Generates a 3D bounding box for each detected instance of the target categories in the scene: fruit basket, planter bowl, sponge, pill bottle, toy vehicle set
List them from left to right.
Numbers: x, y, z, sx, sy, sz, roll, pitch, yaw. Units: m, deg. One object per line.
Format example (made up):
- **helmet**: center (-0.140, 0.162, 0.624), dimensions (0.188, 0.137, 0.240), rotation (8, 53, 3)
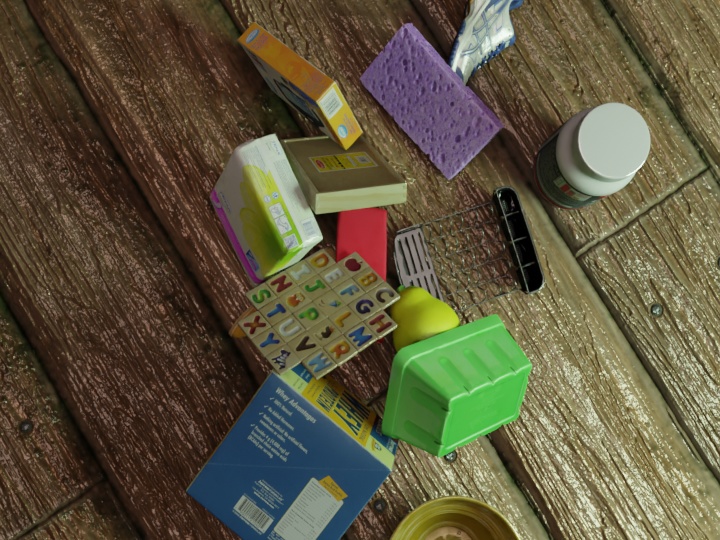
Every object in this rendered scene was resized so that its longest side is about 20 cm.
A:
- **toy vehicle set**: center (-0.028, -0.136, 1.094), dimensions (0.121, 0.201, 0.027), rotation (-8, 120, -16)
- **sponge**: center (0.099, -0.240, 1.162), dimensions (0.201, 0.030, 0.112), rotation (48, 127, 3)
- **fruit basket**: center (0.104, 0.124, 1.097), dimensions (0.210, 0.217, 0.159), rotation (8, 118, -1)
- **planter bowl**: center (0.125, 0.406, 1.121), dimensions (0.195, 0.083, 0.206), rotation (0, 86, -2)
- **pill bottle**: center (0.311, -0.153, 1.107), dimensions (0.112, 0.200, 0.119), rotation (0, 86, -1)

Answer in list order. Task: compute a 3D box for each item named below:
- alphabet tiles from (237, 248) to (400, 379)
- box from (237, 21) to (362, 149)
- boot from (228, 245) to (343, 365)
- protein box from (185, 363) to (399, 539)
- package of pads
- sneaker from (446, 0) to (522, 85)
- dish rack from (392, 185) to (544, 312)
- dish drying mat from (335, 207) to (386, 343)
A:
- **alphabet tiles**: center (-0.053, 0.051, 1.062), dimensions (0.198, 0.006, 0.166), rotation (-30, 56, -25)
- **box**: center (-0.089, -0.258, 1.117), dimensions (0.042, 0.119, 0.199), rotation (-47, 60, -5)
- **boot**: center (-0.071, 0.077, 1.146), dimensions (0.200, 0.071, 0.145), rotation (-37, 87, -8)
- **protein box**: center (-0.083, 0.253, 1.079), dimensions (0.197, 0.135, 0.202), rotation (38, 100, 1)
- **package of pads**: center (-0.131, -0.078, 1.091), dimensions (0.067, 0.200, 0.157), rotation (-24, 86, -25)
- **sneaker**: center (0.180, -0.334, 1.180), dimensions (0.086, 0.075, 0.204), rotation (21, 88, -3)
- **dish rack**: center (0.148, -0.017, 1.167), dimensions (0.195, 0.055, 0.157), rotation (-18, 86, -2)
- **dish drying mat**: center (0.000, 0.000, 1.140), dimensions (0.075, 0.018, 0.205), rotation (9, 62, -14)
